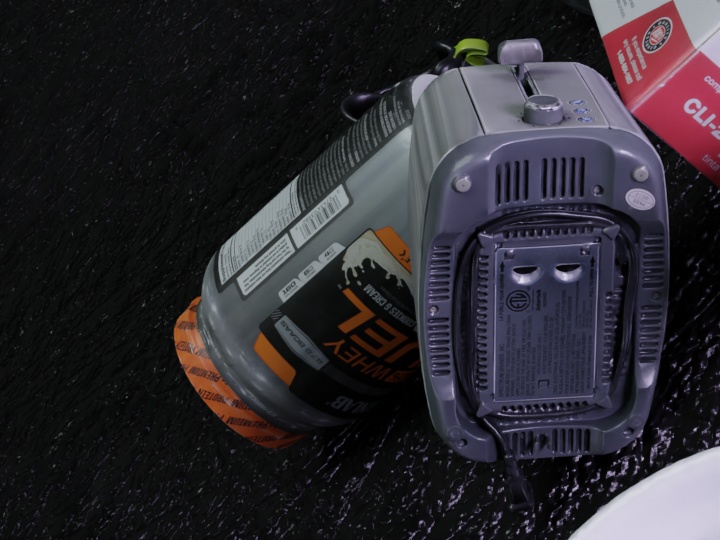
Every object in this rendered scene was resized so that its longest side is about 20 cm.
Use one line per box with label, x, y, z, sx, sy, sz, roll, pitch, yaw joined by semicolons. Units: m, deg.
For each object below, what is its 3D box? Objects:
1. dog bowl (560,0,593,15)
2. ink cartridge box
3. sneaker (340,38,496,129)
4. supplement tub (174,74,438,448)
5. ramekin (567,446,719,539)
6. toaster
dog bowl;0.165;-0.233;1.301;0.200;0.059;0.200;-40;28;27
ink cartridge box;0.214;-0.154;1.087;0.200;0.084;0.145;-44;26;22
sneaker;0.012;-0.073;1.327;0.200;0.083;0.072;-38;29;29
supplement tub;0.000;0.000;1.209;0.200;0.122;0.123;-42;27;24
ramekin;0.144;0.163;0.734;0.200;0.098;0.201;-21;50;26
toaster;0.079;-0.003;1.050;0.113;0.201;0.129;-4;29;-2
